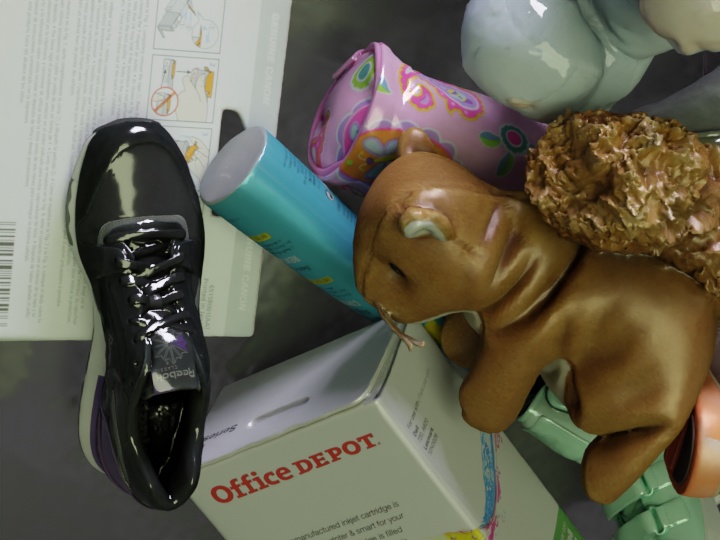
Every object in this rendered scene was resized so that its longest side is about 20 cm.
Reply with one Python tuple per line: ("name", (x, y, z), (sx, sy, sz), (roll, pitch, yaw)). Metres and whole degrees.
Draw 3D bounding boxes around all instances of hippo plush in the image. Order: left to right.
("hippo plush", (0.127, -0.156, 0.920), (0.199, 0.160, 0.161), (-12, 77, -54))

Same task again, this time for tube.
("tube", (0.000, 0.000, 1.002), (0.200, 0.077, 0.051), (39, 86, -27))

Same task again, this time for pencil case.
("pencil case", (0.071, -0.054, 1.019), (0.199, 0.087, 0.088), (21, 98, -21))

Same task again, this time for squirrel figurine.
("squirrel figurine", (0.099, -0.014, 0.921), (0.186, 0.142, 0.200), (33, 121, -14))

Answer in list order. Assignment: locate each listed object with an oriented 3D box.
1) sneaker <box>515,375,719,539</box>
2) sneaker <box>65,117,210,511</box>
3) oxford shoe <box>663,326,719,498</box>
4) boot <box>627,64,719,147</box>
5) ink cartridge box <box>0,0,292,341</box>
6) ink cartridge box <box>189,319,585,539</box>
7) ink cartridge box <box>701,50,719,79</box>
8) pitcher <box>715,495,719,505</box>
("sneaker", (0.140, 0.124, 1.050), (0.117, 0.074, 0.202), (11, 58, -18))
("sneaker", (-0.102, 0.024, 0.941), (0.075, 0.087, 0.202), (-9, 108, -24))
("oxford shoe", (0.199, 0.063, 0.993), (0.072, 0.201, 0.072), (7, 119, -2))
("boot", (0.209, -0.156, 1.005), (0.180, 0.073, 0.202), (-7, 82, 0))
("ink cartridge box", (-0.132, -0.064, 0.975), (0.172, 0.043, 0.202), (1, 105, -28))
("ink cartridge box", (0.017, 0.138, 1.016), (0.144, 0.084, 0.201), (-24, 115, 31))
("ink cartridge box", (0.303, -0.091, 1.083), (0.198, 0.067, 0.118), (-4, 105, -15))
("pitcher", (0.305, 0.113, 1.122), (0.198, 0.122, 0.172), (3, 135, -16))
